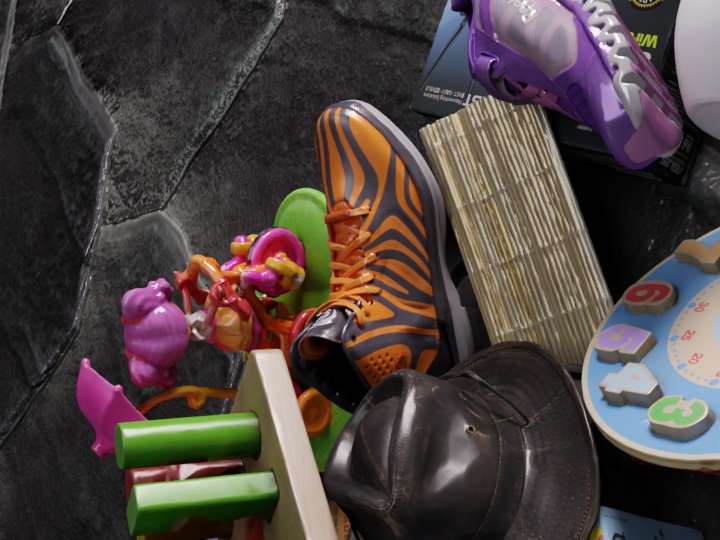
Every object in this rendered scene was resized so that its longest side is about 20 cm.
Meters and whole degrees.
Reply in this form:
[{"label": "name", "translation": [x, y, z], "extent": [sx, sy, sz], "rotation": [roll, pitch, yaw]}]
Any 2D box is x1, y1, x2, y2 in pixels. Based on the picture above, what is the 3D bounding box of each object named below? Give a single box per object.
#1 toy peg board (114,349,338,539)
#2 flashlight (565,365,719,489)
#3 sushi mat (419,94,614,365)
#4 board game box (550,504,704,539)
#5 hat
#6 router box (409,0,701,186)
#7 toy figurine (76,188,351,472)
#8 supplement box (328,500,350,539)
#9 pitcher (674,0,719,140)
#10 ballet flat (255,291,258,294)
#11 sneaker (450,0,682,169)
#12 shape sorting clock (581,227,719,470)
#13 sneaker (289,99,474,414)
[{"label": "toy peg board", "translation": [-0.087, 0.186, 0.718], "extent": [0.200, 0.097, 0.201], "rotation": [111, 149, -44]}, {"label": "flashlight", "translation": [0.183, 0.096, 0.644], "extent": [0.199, 0.068, 0.068], "rotation": [0, 40, 47]}, {"label": "sushi mat", "translation": [0.100, -0.009, 0.768], "extent": [0.095, 0.012, 0.202], "rotation": [-25, 79, 40]}, {"label": "board game box", "translation": [0.135, 0.235, 0.623], "extent": [0.103, 0.104, 0.202], "rotation": [-36, 51, 32]}, {"label": "hat", "translation": [0.032, 0.107, 0.669], "extent": [0.200, 0.081, 0.202], "rotation": [-38, 31, 29]}, {"label": "router box", "translation": [0.136, -0.148, 0.800], "extent": [0.199, 0.062, 0.152], "rotation": [20, 91, 49]}, {"label": "toy figurine", "translation": [-0.099, 0.054, 0.836], "extent": [0.149, 0.183, 0.203], "rotation": [14, 108, 47]}, {"label": "supplement box", "translation": [0.019, 0.203, 0.781], "extent": [0.199, 0.073, 0.127], "rotation": [-30, 55, 36]}, {"label": "pitcher", "translation": [0.215, -0.172, 0.664], "extent": [0.170, 0.121, 0.202], "rotation": [18, 84, 18]}, {"label": "ballet flat", "translation": [-0.011, -0.008, 0.912], "extent": [0.199, 0.069, 0.070], "rotation": [-22, 60, 45]}, {"label": "sneaker", "translation": [0.106, -0.118, 0.704], "extent": [0.088, 0.080, 0.201], "rotation": [-34, 46, 14]}, {"label": "shape sorting clock", "translation": [0.199, 0.022, 0.617], "extent": [0.198, 0.039, 0.201], "rotation": [-23, 27, 13]}, {"label": "sneaker", "translation": [0.000, 0.000, 0.786], "extent": [0.077, 0.112, 0.202], "rotation": [-15, 100, 47]}]
